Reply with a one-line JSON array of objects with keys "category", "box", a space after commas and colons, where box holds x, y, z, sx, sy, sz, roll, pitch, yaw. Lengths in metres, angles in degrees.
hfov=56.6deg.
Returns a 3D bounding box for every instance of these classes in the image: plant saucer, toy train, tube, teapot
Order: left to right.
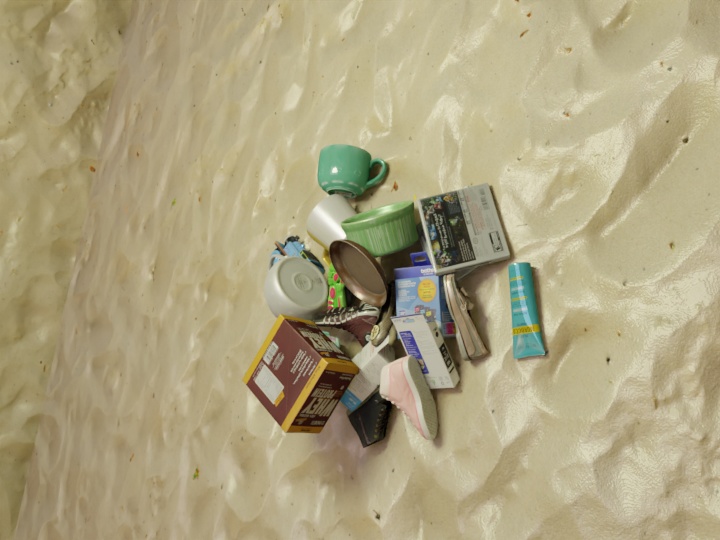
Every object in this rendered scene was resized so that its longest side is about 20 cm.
[{"category": "teapot", "box": [-0.192, 0.068, 1.850, 0.146, 0.195, 0.202, -46, 16, 42]}, {"category": "toy train", "box": [-0.193, -0.024, 1.996, 0.115, 0.086, 0.201, -49, 48, 10]}, {"category": "plant saucer", "box": [0.000, 0.000, 1.663, 0.032, 0.203, 0.198, -41, 39, -26]}, {"category": "tube", "box": [0.359, 0.086, 1.467, 0.077, 0.050, 0.206, -17, 72, 47]}]

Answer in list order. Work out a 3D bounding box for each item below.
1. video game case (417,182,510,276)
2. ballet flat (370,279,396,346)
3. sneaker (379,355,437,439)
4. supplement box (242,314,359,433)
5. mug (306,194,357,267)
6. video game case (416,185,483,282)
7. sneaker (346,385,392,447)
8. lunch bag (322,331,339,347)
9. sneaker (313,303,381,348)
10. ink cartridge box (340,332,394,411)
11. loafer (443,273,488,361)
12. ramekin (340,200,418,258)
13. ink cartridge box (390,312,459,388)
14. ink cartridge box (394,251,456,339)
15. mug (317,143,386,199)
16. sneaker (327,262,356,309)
[{"category": "video game case", "box": [0.239, -0.099, 1.575, 0.177, 0.023, 0.205, -13, 64, 3]}, {"category": "ballet flat", "box": [0.064, 0.100, 1.676, 0.067, 0.046, 0.203, -27, 30, 51]}, {"category": "sneaker", "box": [0.109, 0.305, 1.578, 0.103, 0.075, 0.205, -18, 95, 30]}, {"category": "supplement box", "box": [-0.147, 0.252, 1.628, 0.199, 0.132, 0.200, 39, 102, 36]}, {"category": "mug", "box": [-0.045, -0.094, 1.861, 0.148, 0.188, 0.153, -38, 57, -12]}, {"category": "video game case", "box": [0.231, -0.076, 1.645, 0.181, 0.023, 0.204, -37, 55, 30]}, {"category": "sneaker", "box": [0.059, 0.353, 1.665, 0.199, 0.074, 0.108, -42, 64, 29]}, {"category": "lunch bag", "box": [-0.111, 0.245, 1.791, 0.200, 0.075, 0.165, 169, 116, -74]}, {"category": "sneaker", "box": [-0.026, 0.157, 1.754, 0.195, 0.076, 0.118, -9, 109, 26]}, {"category": "ink cartridge box", "box": [0.025, 0.241, 1.673, 0.200, 0.067, 0.116, -46, 11, 15]}, {"category": "loafer", "box": [0.243, 0.103, 1.536, 0.061, 0.072, 0.206, -14, 91, 22]}, {"category": "ramekin", "box": [0.053, -0.101, 1.702, 0.197, 0.198, 0.100, -7, 104, 41]}, {"category": "ink cartridge box", "box": [0.151, 0.181, 1.558, 0.098, 0.039, 0.204, -9, 112, 41]}, {"category": "ink cartridge box", "box": [0.156, 0.061, 1.618, 0.134, 0.075, 0.206, -7, 82, 39]}, {"category": "mug", "box": [-0.035, -0.270, 1.864, 0.182, 0.150, 0.118, -4, 74, 43]}, {"category": "sneaker", "box": [-0.042, 0.031, 1.806, 0.075, 0.083, 0.205, 23, 117, 24]}]
